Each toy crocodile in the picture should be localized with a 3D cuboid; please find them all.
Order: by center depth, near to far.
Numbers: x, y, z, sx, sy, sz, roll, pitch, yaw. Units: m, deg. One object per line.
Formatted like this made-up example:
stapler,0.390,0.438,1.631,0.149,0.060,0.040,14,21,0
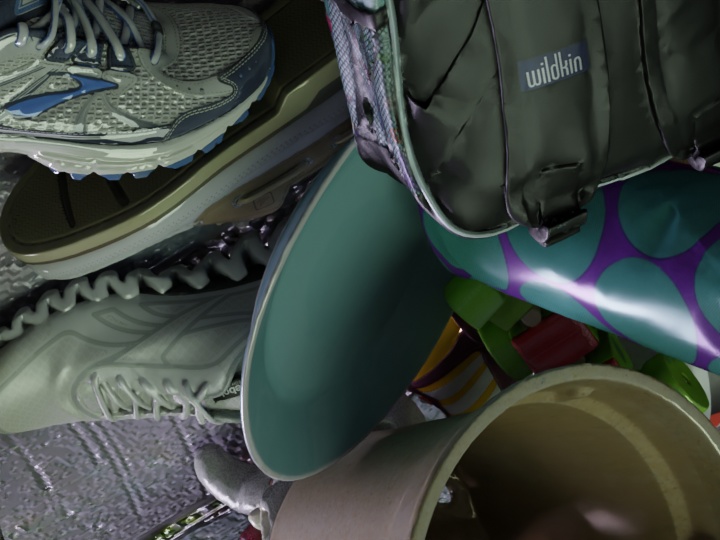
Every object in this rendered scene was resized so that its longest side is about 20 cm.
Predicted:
toy crocodile,0.116,0.055,1.017,0.067,0.062,0.200,-34,117,18

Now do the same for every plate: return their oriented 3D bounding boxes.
plate,0.000,0.000,0.931,0.200,0.026,0.200,-45,150,-36

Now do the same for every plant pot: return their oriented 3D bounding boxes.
plant pot,0.055,0.146,0.982,0.200,0.201,0.183,4,175,-32

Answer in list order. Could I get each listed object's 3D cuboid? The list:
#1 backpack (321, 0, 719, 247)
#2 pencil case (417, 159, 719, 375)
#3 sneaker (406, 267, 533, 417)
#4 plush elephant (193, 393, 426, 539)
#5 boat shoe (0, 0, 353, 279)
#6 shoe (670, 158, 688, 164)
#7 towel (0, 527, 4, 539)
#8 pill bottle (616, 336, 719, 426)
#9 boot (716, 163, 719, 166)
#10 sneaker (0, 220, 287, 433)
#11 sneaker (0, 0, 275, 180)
backpack,0.064,-0.137,0.787,0.177,0.151,0.200,-23,129,-13
pencil case,0.115,-0.018,0.865,0.085,0.200,0.093,11,96,-46
sneaker,0.048,0.044,1.101,0.090,0.075,0.200,-9,136,-5
plush elephant,-0.030,0.149,1.132,0.200,0.155,0.165,-4,-162,29
boat shoe,-0.061,-0.050,0.911,0.200,0.075,0.068,-31,140,7
shoe,0.118,-0.057,0.965,0.053,0.070,0.200,-13,118,33
towel,-0.265,0.132,1.013,0.200,0.035,0.193,7,144,5
pill bottle,0.205,0.019,1.108,0.200,0.113,0.113,-18,144,-7
boot,0.178,-0.128,0.960,0.200,0.073,0.144,-36,129,28
sneaker,-0.093,0.041,1.008,0.200,0.081,0.075,-19,145,-3
sneaker,-0.128,-0.087,0.834,0.200,0.077,0.085,-11,138,-17
